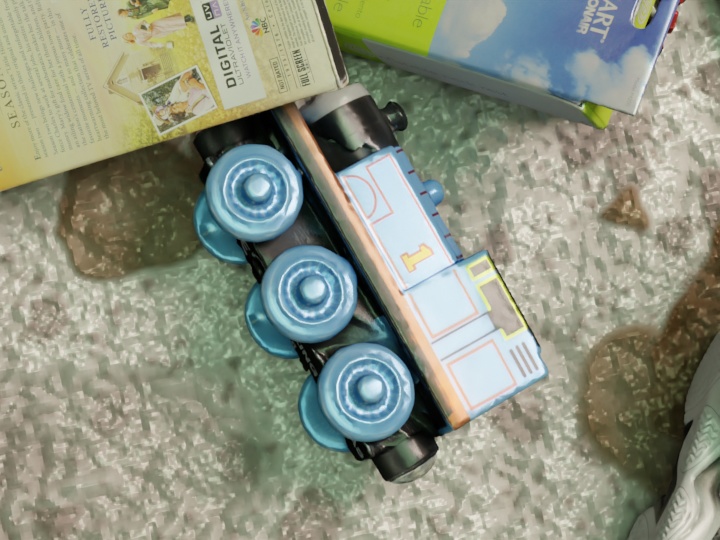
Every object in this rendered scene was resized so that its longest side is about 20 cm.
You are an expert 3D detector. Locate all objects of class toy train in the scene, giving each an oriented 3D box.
[{"bbox_3d":[0.000,0.000,0.788,0.114,0.087,0.200,-28,86,-15],"label":"toy train"}]

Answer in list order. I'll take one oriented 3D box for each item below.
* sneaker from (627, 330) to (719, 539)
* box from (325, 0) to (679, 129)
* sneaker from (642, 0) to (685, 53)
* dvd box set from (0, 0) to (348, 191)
[{"bbox_3d":[0.200,0.125,0.795,0.114,0.075,0.200,23,81,0],"label":"sneaker"},{"bbox_3d":[0.064,-0.148,0.777,0.200,0.048,0.122,20,87,24],"label":"box"},{"bbox_3d":[0.129,-0.179,0.826,0.095,0.079,0.200,20,80,14],"label":"sneaker"},{"bbox_3d":[-0.121,-0.124,0.743,0.200,0.029,0.147,-17,98,10],"label":"dvd box set"}]
